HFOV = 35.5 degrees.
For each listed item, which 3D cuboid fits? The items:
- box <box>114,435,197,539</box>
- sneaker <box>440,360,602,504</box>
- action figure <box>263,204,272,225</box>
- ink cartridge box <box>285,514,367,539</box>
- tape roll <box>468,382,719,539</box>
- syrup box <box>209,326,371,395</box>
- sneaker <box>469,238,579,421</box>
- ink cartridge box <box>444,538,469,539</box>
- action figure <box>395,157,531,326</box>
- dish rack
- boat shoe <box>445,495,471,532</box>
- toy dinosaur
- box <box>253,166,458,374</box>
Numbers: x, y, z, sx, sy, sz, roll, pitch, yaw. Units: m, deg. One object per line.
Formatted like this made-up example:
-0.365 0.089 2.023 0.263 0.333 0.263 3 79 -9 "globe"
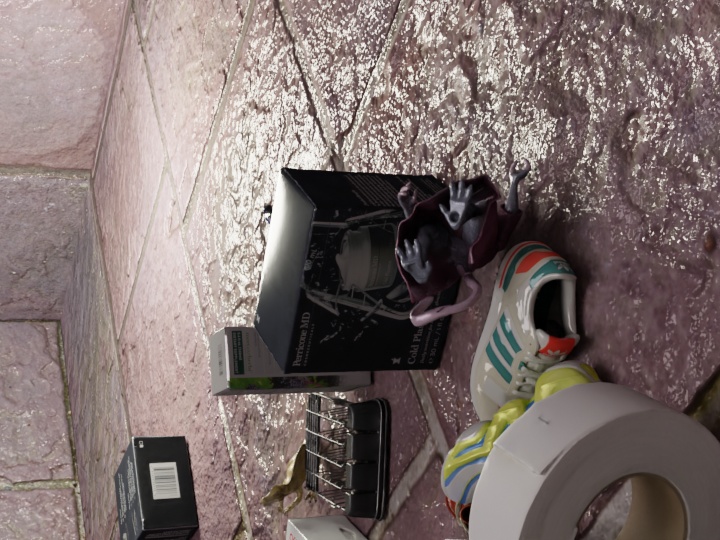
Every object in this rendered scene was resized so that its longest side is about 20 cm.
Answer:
-0.419 0.466 2.285 0.200 0.116 0.198 125 140 -49 "box"
0.151 0.175 1.019 0.200 0.075 0.106 -51 42 31 "sneaker"
-0.046 -0.021 1.541 0.202 0.104 0.193 64 161 1 "action figure"
-0.045 0.441 1.479 0.144 0.084 0.202 -159 73 -65 "ink cartridge box"
0.181 0.188 0.839 0.071 0.200 0.205 -152 66 -64 "tape roll"
-0.090 0.117 1.459 0.081 0.198 0.080 150 118 -64 "syrup box"
0.158 0.077 1.056 0.093 0.070 0.202 -138 56 -67 "sneaker"
0.146 0.293 1.037 0.044 0.094 0.200 -54 11 -23 "ink cartridge box"
0.111 -0.030 1.096 0.200 0.133 0.151 11 -116 -72 "action figure"
-0.027 0.237 1.491 0.200 0.054 0.155 -178 91 -68 "dish rack"
0.130 0.241 1.123 0.200 0.062 0.072 -178 87 -67 "boat shoe"
-0.085 0.281 1.607 0.201 0.058 0.102 -65 -17 -52 "toy dinosaur"
0.000 0.000 1.266 0.124 0.195 0.202 -130 47 -56 "box"
